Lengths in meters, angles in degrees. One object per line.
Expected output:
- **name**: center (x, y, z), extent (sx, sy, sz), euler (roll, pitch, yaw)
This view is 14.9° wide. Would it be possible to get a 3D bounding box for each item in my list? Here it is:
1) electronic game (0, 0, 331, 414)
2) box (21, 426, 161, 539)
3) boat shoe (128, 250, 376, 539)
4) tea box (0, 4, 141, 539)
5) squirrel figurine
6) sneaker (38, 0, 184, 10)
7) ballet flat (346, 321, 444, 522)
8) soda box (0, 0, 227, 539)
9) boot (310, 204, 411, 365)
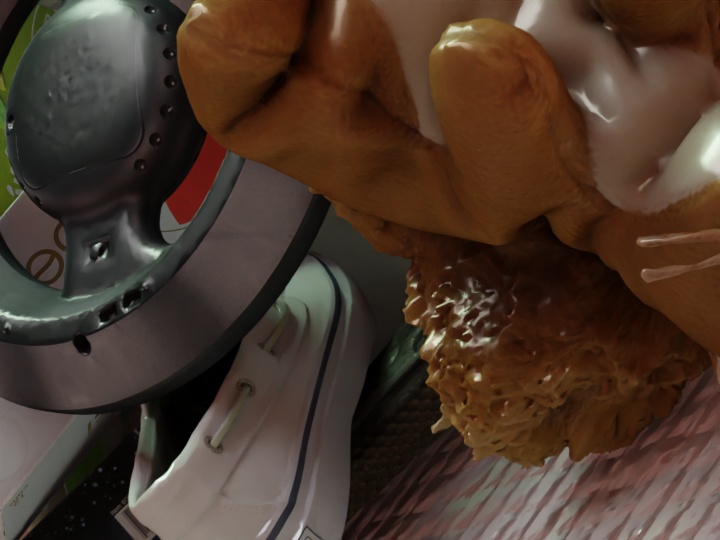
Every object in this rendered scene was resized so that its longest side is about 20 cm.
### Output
- **electronic game**: center (-0.080, -0.052, 0.894), extent (0.200, 0.042, 0.200), euler (-12, 70, 37)
- **box**: center (-0.119, 0.130, 1.031), extent (0.200, 0.038, 0.137), euler (-44, -6, 12)
- **boat shoe**: center (-0.040, 0.034, 0.914), extent (0.074, 0.067, 0.200), euler (-47, 19, 16)
- **tea box**: center (-0.149, -0.013, 1.116), extent (0.134, 0.200, 0.197), euler (-5, 15, 32)
- **squirrel figurine**: center (0.066, -0.028, 0.749), extent (0.142, 0.187, 0.200), euler (-51, -16, -22)
- **sneaker**: center (-0.078, -0.144, 0.970), extent (0.200, 0.079, 0.074), euler (122, 144, -58)
- **ballet flat**: center (0.005, 0.062, 0.939), extent (0.200, 0.046, 0.067), euler (-49, 18, 10)
- **soda box**: center (-0.091, -0.002, 0.980), extent (0.200, 0.068, 0.064), euler (-52, -8, -18)
- **boot**: center (0.000, 0.000, 1.093), extent (0.096, 0.073, 0.200), euler (106, 174, -47)
